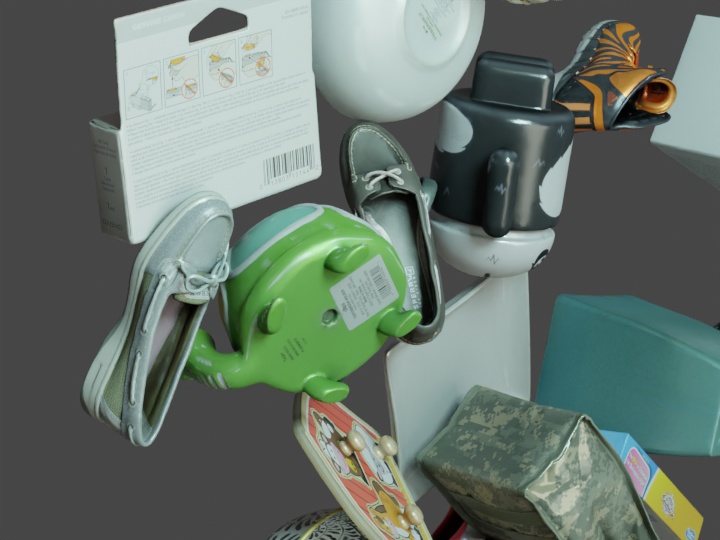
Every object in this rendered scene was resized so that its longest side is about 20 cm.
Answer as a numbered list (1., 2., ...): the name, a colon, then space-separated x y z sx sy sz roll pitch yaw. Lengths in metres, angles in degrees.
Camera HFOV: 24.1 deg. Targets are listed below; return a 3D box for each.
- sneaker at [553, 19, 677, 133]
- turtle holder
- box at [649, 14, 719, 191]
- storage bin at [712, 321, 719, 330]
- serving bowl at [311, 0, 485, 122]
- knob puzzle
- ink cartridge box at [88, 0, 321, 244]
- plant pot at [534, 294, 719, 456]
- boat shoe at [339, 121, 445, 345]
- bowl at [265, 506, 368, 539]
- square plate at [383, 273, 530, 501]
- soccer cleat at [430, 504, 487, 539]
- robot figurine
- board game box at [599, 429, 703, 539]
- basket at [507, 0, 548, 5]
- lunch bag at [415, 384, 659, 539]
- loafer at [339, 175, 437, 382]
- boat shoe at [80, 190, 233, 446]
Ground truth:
1. sneaker: 0.256 -0.178 1.613 0.200 0.112 0.078 -50 136 -45
2. turtle holder: -0.056 0.031 1.361 0.141 0.132 0.186 25 102 -41
3. box: 0.425 -0.165 1.819 0.200 0.106 0.152 25 85 -48
4. storage bin: 0.479 0.150 1.910 0.094 0.200 0.135 36 77 -47
5. serving bowl: 0.042 -0.220 1.433 0.200 0.066 0.200 -17 114 -43
6. knob puzzle: 0.007 0.169 1.440 0.030 0.220 0.220 -35 136 11
7. ink cartridge box: -0.119 -0.132 1.308 0.200 0.045 0.176 -23 120 -40
8. plant pot: 0.305 0.118 1.719 0.141 0.200 0.141 2 102 -46
9. boat shoe: 0.032 -0.036 1.422 0.067 0.057 0.200 -14 82 -9
10. bowl: -0.048 0.292 1.483 0.201 0.094 0.201 -13 108 -46
11. square plate: 0.090 0.100 1.597 0.198 0.028 0.200 -36 137 -34
12. soccer cleat: 0.079 0.304 1.655 0.073 0.068 0.200 32 80 -27
13. robot figurine: 0.127 -0.092 1.516 0.150 0.125 0.200 -9 113 -46
14. board game box: 0.241 0.218 1.719 0.200 0.153 0.040 46 59 -44
15. basket: 0.151 -0.331 1.422 0.136 0.123 0.200 5 79 -54
16. lunch bag: 0.175 0.218 1.569 0.118 0.164 0.200 -50 121 -19
17. loafer: 0.000 0.000 1.475 0.063 0.072 0.200 26 80 -7
18. boat shoe: -0.145 0.036 1.294 0.202 0.065 0.074 -61 152 6
